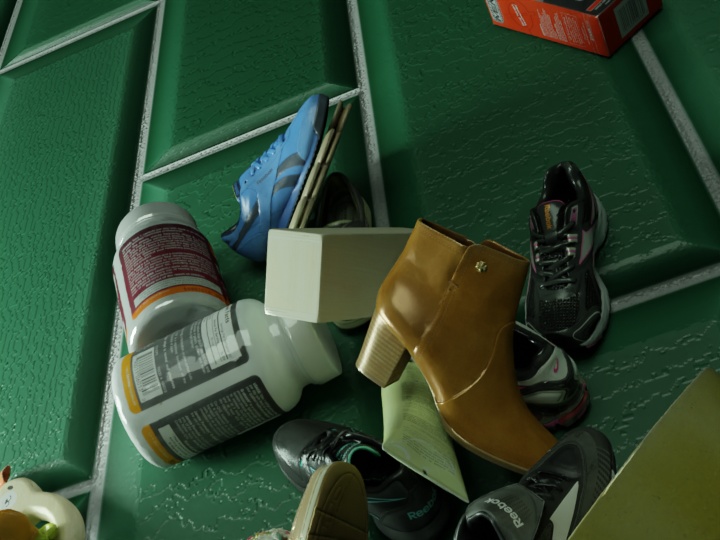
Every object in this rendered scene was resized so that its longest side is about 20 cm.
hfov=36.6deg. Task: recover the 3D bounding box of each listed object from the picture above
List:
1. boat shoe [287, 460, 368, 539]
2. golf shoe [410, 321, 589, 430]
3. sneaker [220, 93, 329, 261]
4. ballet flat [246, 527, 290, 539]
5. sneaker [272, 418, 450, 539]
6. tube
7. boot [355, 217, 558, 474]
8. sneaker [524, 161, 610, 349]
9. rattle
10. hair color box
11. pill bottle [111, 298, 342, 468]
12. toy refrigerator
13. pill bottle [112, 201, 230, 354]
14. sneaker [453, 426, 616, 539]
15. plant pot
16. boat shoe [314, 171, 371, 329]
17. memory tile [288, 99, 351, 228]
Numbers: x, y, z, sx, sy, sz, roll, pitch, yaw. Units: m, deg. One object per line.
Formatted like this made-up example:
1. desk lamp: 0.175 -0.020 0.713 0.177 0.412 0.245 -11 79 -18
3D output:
1. boat shoe: -0.047 0.245 0.837 0.069 0.074 0.202 -4 67 42
2. golf shoe: 0.108 0.064 0.951 0.199 0.092 0.073 18 59 44
3. sneaker: -0.094 -0.104 1.179 0.078 0.201 0.066 23 19 -1
4. ballet flat: -0.122 0.288 0.887 0.199 0.076 0.064 -37 9 -16
5. sneaker: -0.008 0.160 0.930 0.199 0.080 0.076 16 57 43
6. tube: 0.044 0.128 0.885 0.057 0.052 0.200 -8 13 0
7. boot: 0.102 0.058 0.849 0.200 0.071 0.145 31 107 11
8. sneaker: 0.179 -0.018 0.996 0.080 0.087 0.201 -13 43 22
9. rattle: -0.354 0.229 1.027 0.130 0.143 0.200 -47 45 8
10. hair color box: 0.248 -0.328 1.301 0.101 0.061 0.199 -43 41 -15
11. pill bottle: -0.125 0.097 1.038 0.199 0.117 0.117 -25 39 5
12. toy refrigerator: 0.000 0.000 1.002 0.069 0.077 0.199 7 7 36
13. pill bottle: -0.204 0.018 1.170 0.113 0.115 0.201 -28 40 1
14. sneaker: 0.117 0.179 0.763 0.066 0.091 0.200 17 57 41
15. plant pot: 0.208 0.181 0.652 0.142 0.201 0.200 37 70 20
16. boat shoe: -0.020 -0.026 1.141 0.071 0.066 0.202 -19 40 13
17. memory tile: -0.056 -0.075 1.168 0.017 0.154 0.201 21 50 -3
